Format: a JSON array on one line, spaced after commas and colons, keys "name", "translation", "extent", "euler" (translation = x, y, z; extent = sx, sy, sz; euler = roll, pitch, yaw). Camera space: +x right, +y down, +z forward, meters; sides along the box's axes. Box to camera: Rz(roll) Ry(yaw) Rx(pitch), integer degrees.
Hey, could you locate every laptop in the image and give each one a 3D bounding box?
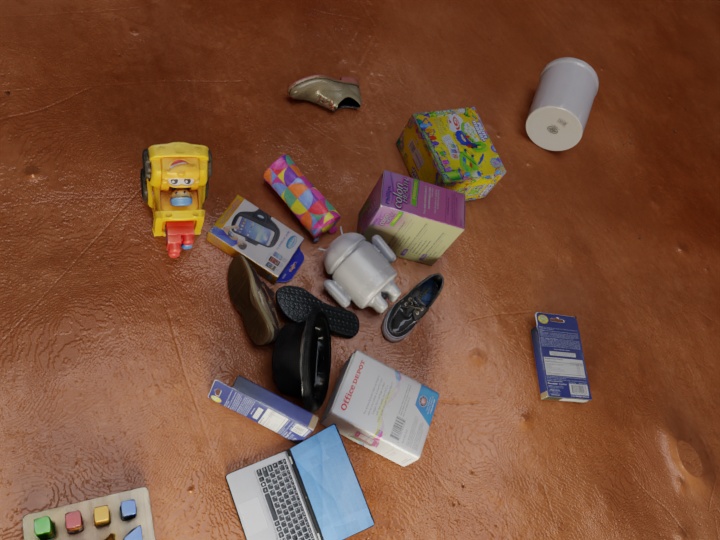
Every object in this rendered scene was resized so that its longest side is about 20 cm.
[{"name": "laptop", "translation": [-0.111, 0.408, 1.180], "extent": [0.197, 0.116, 0.189], "euler": [-15, 70, -27]}]

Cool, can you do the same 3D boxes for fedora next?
[{"name": "fedora", "translation": [-0.119, 0.172, 1.293], "extent": [0.090, 0.201, 0.204], "euler": [-1, 60, 12]}]

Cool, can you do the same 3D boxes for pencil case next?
[{"name": "pencil case", "translation": [-0.130, -0.162, 1.486], "extent": [0.088, 0.088, 0.201], "euler": [-36, 83, -31]}]

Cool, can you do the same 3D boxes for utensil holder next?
[{"name": "utensil holder", "translation": [0.560, -0.460, 1.854], "extent": [0.168, 0.170, 0.202], "euler": [29, 61, -5]}]

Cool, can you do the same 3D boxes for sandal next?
[{"name": "sandal", "translation": [-0.096, 0.096, 1.392], "extent": [0.198, 0.048, 0.076], "euler": [26, 57, -22]}]

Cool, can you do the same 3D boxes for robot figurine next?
[{"name": "robot figurine", "translation": [0.000, 0.000, 1.431], "extent": [0.169, 0.113, 0.200], "euler": [-43, 83, -16]}]

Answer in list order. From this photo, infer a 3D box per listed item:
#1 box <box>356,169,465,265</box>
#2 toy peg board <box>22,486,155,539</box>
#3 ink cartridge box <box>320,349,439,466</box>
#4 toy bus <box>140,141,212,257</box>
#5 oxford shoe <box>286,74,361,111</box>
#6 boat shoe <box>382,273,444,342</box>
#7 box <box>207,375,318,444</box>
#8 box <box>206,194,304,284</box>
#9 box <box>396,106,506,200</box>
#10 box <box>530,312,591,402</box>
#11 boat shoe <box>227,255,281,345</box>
[{"name": "box", "translation": [0.110, -0.114, 1.495], "extent": [0.197, 0.176, 0.098], "euler": [13, 60, -13]}, {"name": "toy peg board", "translation": [-0.421, 0.460, 1.045], "extent": [0.196, 0.098, 0.203], "euler": [-7, 67, -24]}, {"name": "ink cartridge box", "translation": [0.038, 0.274, 1.324], "extent": [0.198, 0.085, 0.146], "euler": [29, 57, -6]}, {"name": "toy bus", "translation": [-0.363, -0.133, 1.317], "extent": [0.133, 0.200, 0.195], "euler": [-2, 72, -21]}, {"name": "oxford shoe", "translation": [-0.084, -0.437, 1.649], "extent": [0.197, 0.070, 0.076], "euler": [-9, 73, -23]}, {"name": "boat shoe", "translation": [0.123, 0.076, 1.468], "extent": [0.070, 0.066, 0.200], "euler": [46, 58, 6]}, {"name": "box", "translation": [-0.182, 0.253, 1.228], "extent": [0.198, 0.121, 0.033], "euler": [28, 58, -6]}, {"name": "box", "translation": [-0.215, -0.062, 1.425], "extent": [0.198, 0.042, 0.120], "euler": [31, 58, -1]}, {"name": "box", "translation": [0.224, -0.284, 1.657], "extent": [0.190, 0.122, 0.203], "euler": [-12, 68, -25]}, {"name": "box", "translation": [0.464, 0.202, 1.547], "extent": [0.119, 0.032, 0.203], "euler": [8, 64, -18]}, {"name": "boat shoe", "translation": [-0.210, 0.060, 1.357], "extent": [0.071, 0.072, 0.202], "euler": [6, 48, -52]}]
